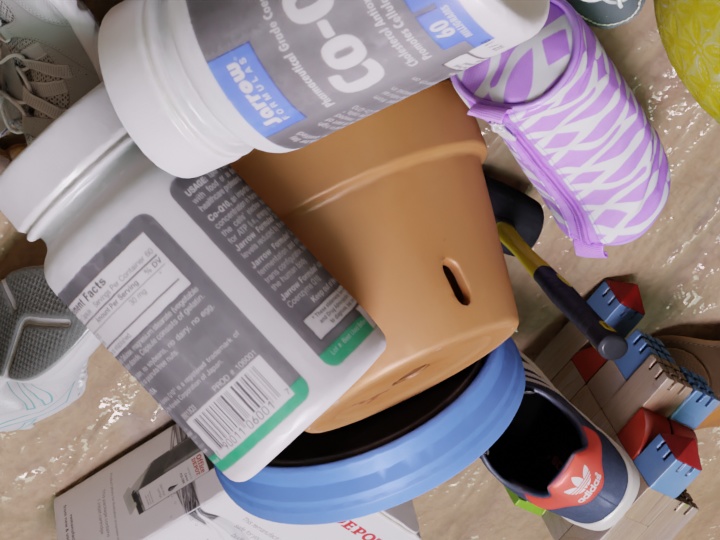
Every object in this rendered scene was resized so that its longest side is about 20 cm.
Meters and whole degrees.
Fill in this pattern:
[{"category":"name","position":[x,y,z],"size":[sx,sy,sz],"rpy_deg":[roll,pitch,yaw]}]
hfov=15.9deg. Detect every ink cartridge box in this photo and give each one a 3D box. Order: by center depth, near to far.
[{"category":"ink cartridge box","position":[-0.083,0.166,1.726],"size":[0.200,0.083,0.147],"rpy_deg":[-32,136,21]}]

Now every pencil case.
[{"category":"pencil case","position":[0.117,-0.083,1.474],"size":[0.084,0.086,0.200],"rpy_deg":[3,159,28]}]

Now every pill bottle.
[{"category":"pill bottle","position":[-0.020,-0.125,1.241],"size":[0.200,0.114,0.114],"rpy_deg":[-24,138,25]},{"category":"pill bottle","position":[-0.091,0.002,1.332],"size":[0.200,0.113,0.113],"rpy_deg":[48,119,-1]}]

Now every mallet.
[{"category":"mallet","position":[0.113,0.002,1.517],"size":[0.066,0.200,0.041],"rpy_deg":[19,108,-38]}]

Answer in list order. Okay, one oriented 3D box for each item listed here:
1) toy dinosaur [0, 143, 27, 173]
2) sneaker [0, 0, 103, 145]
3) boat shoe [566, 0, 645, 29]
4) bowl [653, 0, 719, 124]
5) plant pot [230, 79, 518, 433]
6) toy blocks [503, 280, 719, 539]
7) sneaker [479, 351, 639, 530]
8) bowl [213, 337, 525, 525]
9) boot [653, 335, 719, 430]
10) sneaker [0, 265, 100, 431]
[{"category":"toy dinosaur","position":[-0.199,-0.050,1.491],"size":[0.106,0.060,0.200],"rpy_deg":[3,157,42]},{"category":"sneaker","position":[-0.171,-0.104,1.382],"size":[0.082,0.075,0.200],"rpy_deg":[-35,124,-3]},{"category":"boat shoe","position":[0.118,-0.169,1.395],"size":[0.073,0.062,0.200],"rpy_deg":[-23,155,10]},{"category":"bowl","position":[0.213,-0.187,1.373],"size":[0.108,0.200,0.200],"rpy_deg":[37,129,6]},{"category":"plant pot","position":[0.000,0.000,1.458],"size":[0.200,0.140,0.200],"rpy_deg":[-27,170,-5]},{"category":"toy blocks","position":[0.166,0.101,1.651],"size":[0.100,0.200,0.137],"rpy_deg":[25,115,-38]},{"category":"sneaker","position":[0.084,0.085,1.603],"size":[0.084,0.200,0.075],"rpy_deg":[31,91,-52]},{"category":"bowl","position":[0.000,0.076,1.570],"size":[0.200,0.201,0.039],"rpy_deg":[-19,118,7]},{"category":"boot","position":[0.264,0.089,1.750],"size":[0.200,0.077,0.155],"rpy_deg":[-35,139,13]},{"category":"sneaker","position":[-0.198,0.050,1.576],"size":[0.080,0.071,0.200],"rpy_deg":[2,157,-37]}]
